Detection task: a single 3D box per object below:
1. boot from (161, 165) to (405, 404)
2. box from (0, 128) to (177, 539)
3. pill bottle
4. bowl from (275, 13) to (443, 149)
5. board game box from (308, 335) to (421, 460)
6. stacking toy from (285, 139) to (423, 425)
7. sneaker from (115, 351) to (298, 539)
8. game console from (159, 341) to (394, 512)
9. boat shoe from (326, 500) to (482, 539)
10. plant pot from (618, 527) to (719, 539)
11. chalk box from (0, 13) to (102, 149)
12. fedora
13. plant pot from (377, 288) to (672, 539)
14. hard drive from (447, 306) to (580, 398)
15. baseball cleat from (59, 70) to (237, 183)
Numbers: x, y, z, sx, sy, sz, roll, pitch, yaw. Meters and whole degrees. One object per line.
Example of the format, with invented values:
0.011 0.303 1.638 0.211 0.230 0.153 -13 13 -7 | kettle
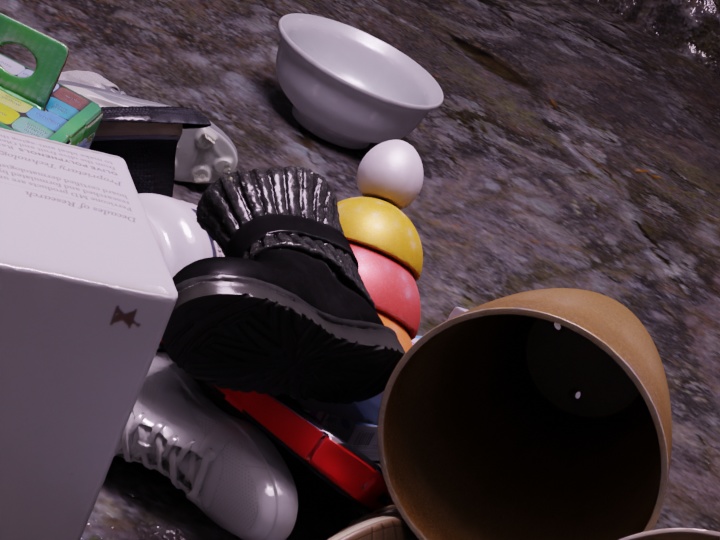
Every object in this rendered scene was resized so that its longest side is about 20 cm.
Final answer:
-0.068 -0.004 1.063 0.211 0.079 0.158 24 35 -53 | boot
-0.241 0.034 0.986 0.199 0.200 0.172 12 27 -28 | box
-0.136 0.006 1.224 0.111 0.111 0.200 38 11 26 | pill bottle
-0.016 -0.196 1.868 0.200 0.091 0.201 23 22 -10 | bowl
0.035 0.100 1.361 0.199 0.034 0.135 8 29 -38 | board game box
0.000 0.000 1.218 0.145 0.201 0.146 20 -16 6 | stacking toy
-0.135 0.118 1.100 0.115 0.074 0.200 2 23 -42 | sneaker
-0.052 0.100 1.153 0.177 0.031 0.200 38 -6 16 | game console
0.022 0.191 1.126 0.065 0.073 0.199 -2 5 41 | boat shoe
0.198 0.270 1.015 0.200 0.200 0.135 38 -10 26 | plant pot
-0.270 -0.079 1.195 0.124 0.201 0.124 26 23 0 | chalk box
-0.215 -0.079 1.347 0.199 0.092 0.201 -3 2 0 | fedora
0.129 0.087 1.130 0.186 0.187 0.200 31 23 9 | plant pot
0.121 0.110 1.274 0.199 0.133 0.027 17 9 -40 | hard drive
-0.209 -0.143 1.571 0.199 0.070 0.107 19 24 -21 | baseball cleat
